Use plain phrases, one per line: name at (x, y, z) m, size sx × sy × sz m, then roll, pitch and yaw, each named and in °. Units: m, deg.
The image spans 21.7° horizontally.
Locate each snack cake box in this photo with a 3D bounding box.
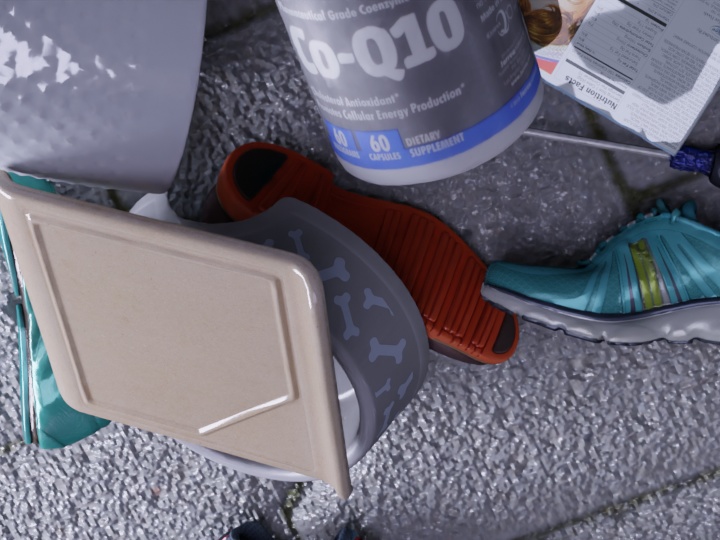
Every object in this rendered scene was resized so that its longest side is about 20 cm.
snack cake box at (0.111, -0.164, 0.987) m, size 0.199 × 0.067 × 0.116 m, roll 30°, pitch 117°, yaw -3°

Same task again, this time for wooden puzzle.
wooden puzzle at (-0.095, 0.032, 1.004) m, size 0.198 × 0.037 × 0.186 m, roll 18°, pitch 143°, yaw 20°

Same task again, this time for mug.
mug at (-0.187, -0.119, 1.011) m, size 0.173 × 0.200 × 0.149 m, roll 7°, pitch 76°, yaw -15°

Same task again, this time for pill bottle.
pill bottle at (0.009, -0.152, 0.897) m, size 0.113 × 0.114 × 0.201 m, roll -13°, pitch 123°, yaw 15°

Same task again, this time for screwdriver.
screwdriver at (0.155, -0.065, 1.039) m, size 0.197 × 0.029 × 0.028 m, roll 8°, pitch 114°, yaw 1°

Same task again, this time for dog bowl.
dog bowl at (-0.063, 0.042, 1.069) m, size 0.198 × 0.059 × 0.201 m, roll 17°, pitch 139°, yaw 15°

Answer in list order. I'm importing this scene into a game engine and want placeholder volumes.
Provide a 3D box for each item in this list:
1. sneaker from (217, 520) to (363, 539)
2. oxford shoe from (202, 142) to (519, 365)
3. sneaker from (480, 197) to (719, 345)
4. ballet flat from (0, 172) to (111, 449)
sneaker at (-0.004, 0.211, 1.165) m, size 0.198 × 0.079 × 0.097 m, roll 12°, pitch 113°, yaw 5°
oxford shoe at (0.000, 0.000, 1.090) m, size 0.199 × 0.072 × 0.073 m, roll 32°, pitch 141°, yaw -5°
sneaker at (0.166, -0.001, 1.056) m, size 0.197 × 0.078 × 0.081 m, roll -1°, pitch 95°, yaw 5°
ballet flat at (-0.180, 0.011, 1.127) m, size 0.070 × 0.067 × 0.202 m, roll -9°, pitch 113°, yaw -12°
